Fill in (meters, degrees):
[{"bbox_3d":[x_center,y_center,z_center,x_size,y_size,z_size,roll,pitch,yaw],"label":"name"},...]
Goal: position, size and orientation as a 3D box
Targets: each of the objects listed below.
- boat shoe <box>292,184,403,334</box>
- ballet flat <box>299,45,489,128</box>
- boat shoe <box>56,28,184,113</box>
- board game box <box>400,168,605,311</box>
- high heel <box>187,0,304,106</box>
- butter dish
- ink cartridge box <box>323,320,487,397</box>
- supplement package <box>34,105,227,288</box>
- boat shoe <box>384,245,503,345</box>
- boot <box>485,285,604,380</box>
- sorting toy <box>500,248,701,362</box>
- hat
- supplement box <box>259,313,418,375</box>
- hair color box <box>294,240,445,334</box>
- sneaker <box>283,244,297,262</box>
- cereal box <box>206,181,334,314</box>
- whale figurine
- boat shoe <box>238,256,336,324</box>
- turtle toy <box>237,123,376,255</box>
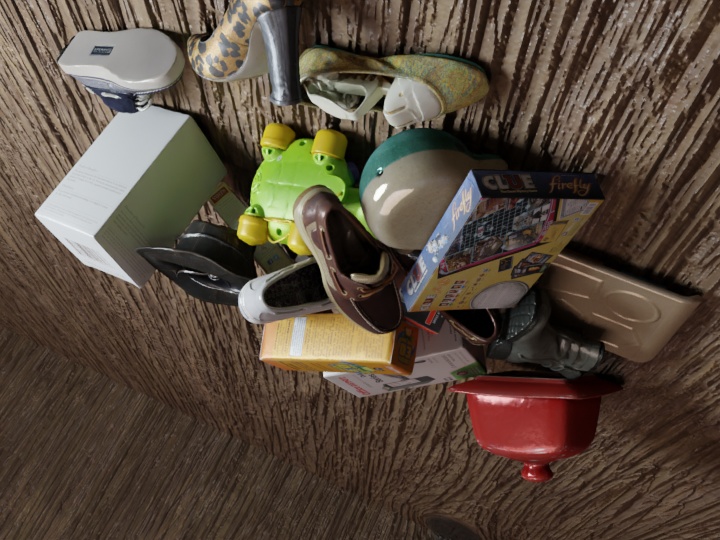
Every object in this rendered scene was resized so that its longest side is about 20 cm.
[{"bbox_3d":[0.000,0.000,0.878,0.072,0.072,0.200,31,154,54],"label":"boat shoe"},{"bbox_3d":[0.021,-0.167,0.780,0.199,0.071,0.071,14,154,26],"label":"ballet flat"},{"bbox_3d":[-0.255,-0.224,0.961,0.200,0.075,0.093,19,163,36],"label":"boat shoe"},{"bbox_3d":[0.137,-0.025,0.845,0.135,0.035,0.200,-1,147,-21],"label":"board game box"},{"bbox_3d":[-0.117,-0.251,0.798,0.200,0.071,0.143,31,133,43],"label":"high heel"},{"bbox_3d":[0.243,0.217,1.148,0.199,0.148,0.200,-1,177,33],"label":"butter dish"},{"bbox_3d":[0.060,0.108,1.155,0.199,0.084,0.145,-14,156,17],"label":"ink cartridge box"},{"bbox_3d":[-0.287,-0.100,1.062,0.117,0.200,0.117,19,155,31],"label":"supplement package"},{"bbox_3d":[0.096,0.003,0.979,0.200,0.070,0.070,47,-174,4],"label":"boat shoe"},{"bbox_3d":[0.234,0.077,0.994,0.130,0.068,0.200,14,161,1],"label":"boot"},{"bbox_3d":[0.275,0.036,0.980,0.199,0.037,0.185,18,155,10],"label":"sorting toy"},{"bbox_3d":[-0.171,-0.015,1.015,0.200,0.081,0.201,17,163,5],"label":"hat"},{"bbox_3d":[-0.029,0.094,1.066,0.199,0.069,0.067,-4,159,31],"label":"supplement box"},{"bbox_3d":[0.028,-0.008,1.044,0.199,0.102,0.061,26,176,1],"label":"hair color box"},{"bbox_3d":[-0.031,-0.034,1.106,0.200,0.073,0.114,14,150,28],"label":"sneaker"},{"bbox_3d":[-0.121,-0.018,1.135,0.200,0.039,0.144,49,176,21],"label":"cereal box"},{"bbox_3d":[0.088,-0.079,0.873,0.200,0.104,0.159,18,135,-39],"label":"whale figurine"},{"bbox_3d":[-0.040,0.009,0.941,0.199,0.072,0.068,-11,178,-31],"label":"boat shoe"},{"bbox_3d":[-0.044,-0.083,0.956,0.199,0.146,0.101,12,174,32],"label":"turtle toy"}]
